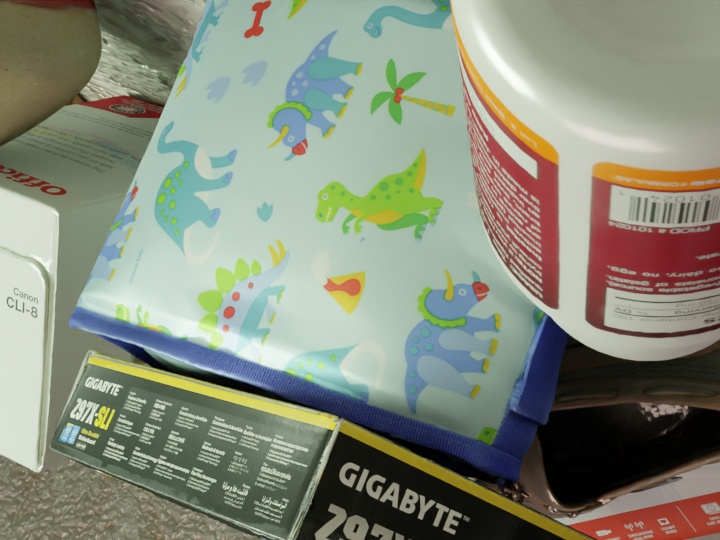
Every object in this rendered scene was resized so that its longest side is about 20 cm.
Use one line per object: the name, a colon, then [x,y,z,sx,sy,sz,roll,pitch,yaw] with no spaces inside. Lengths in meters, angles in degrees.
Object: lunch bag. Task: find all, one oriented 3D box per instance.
lunch bag: [0.011,-0.019,0.702,0.199,0.171,0.127,11,167,46]

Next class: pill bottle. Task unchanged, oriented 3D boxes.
pill bottle: [0.086,-0.045,0.525,0.112,0.114,0.200,22,163,14]

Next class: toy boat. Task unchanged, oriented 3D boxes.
toy boat: [-0.221,-0.130,0.861,0.130,0.132,0.199,-30,159,38]

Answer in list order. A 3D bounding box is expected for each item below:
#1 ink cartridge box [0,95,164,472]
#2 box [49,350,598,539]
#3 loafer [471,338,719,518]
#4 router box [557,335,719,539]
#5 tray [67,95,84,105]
ink cartridge box: [-0.152,-0.002,0.998,0.145,0.146,0.199,19,-158,33]
box: [-0.007,0.091,0.694,0.159,0.050,0.200,30,168,-30]
loafer: [0.092,0.067,0.747,0.072,0.063,0.200,41,135,-20]
router box: [0.102,0.049,0.810,0.199,0.049,0.180,-19,125,36]
tray: [-0.261,-0.115,1.217,0.199,0.037,0.099,22,168,22]
